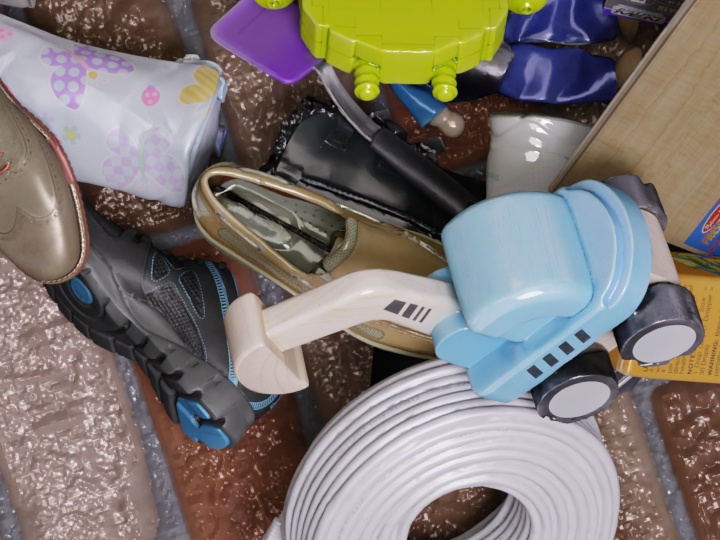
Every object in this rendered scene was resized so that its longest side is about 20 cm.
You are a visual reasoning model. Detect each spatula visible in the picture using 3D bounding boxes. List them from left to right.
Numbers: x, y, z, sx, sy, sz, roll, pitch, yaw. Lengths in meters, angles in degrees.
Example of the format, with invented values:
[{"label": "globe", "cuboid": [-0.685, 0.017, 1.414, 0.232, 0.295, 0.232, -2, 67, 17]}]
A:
[{"label": "spatula", "cuboid": [0.000, -0.093, 1.367, 0.200, 0.021, 0.057, 43, 57, 0]}]

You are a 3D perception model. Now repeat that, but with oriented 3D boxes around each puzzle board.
[{"label": "puzzle board", "cuboid": [0.218, -0.100, 1.315, 0.150, 0.017, 0.200, 19, 118, -33]}]

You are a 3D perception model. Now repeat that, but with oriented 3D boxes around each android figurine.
[{"label": "android figurine", "cuboid": [0.024, -0.184, 1.377, 0.181, 0.041, 0.201, -1, 58, -5]}]

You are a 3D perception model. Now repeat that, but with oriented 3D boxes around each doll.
[{"label": "doll", "cuboid": [0.070, -0.148, 1.413, 0.199, 0.048, 0.137, 2, 75, -3]}]

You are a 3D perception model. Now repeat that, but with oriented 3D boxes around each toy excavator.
[{"label": "toy excavator", "cuboid": [0.053, 0.014, 1.241, 0.194, 0.200, 0.100, -39, 49, 33]}]

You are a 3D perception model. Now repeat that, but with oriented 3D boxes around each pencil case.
[{"label": "pencil case", "cuboid": [-0.181, -0.103, 1.393, 0.199, 0.083, 0.091, 14, 101, 1]}]

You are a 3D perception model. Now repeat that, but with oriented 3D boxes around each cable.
[{"label": "cable", "cuboid": [0.053, 0.139, 1.342, 0.199, 0.069, 0.201, 5, 123, -22]}]

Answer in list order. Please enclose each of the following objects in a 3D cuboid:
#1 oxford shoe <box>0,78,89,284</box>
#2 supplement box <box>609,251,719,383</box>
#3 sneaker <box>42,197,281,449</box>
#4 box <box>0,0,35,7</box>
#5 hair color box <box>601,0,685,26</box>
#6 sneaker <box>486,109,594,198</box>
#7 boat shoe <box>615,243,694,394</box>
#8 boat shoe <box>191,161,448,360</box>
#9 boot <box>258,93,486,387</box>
[{"label": "oxford shoe", "cuboid": [-0.223, -0.074, 1.322, 0.070, 0.075, 0.200, -28, 101, 13]}, {"label": "supplement box", "cuboid": [0.227, 0.030, 1.356, 0.199, 0.067, 0.069, 3, 103, -26]}, {"label": "sneaker", "cuboid": [-0.125, 0.016, 1.406, 0.200, 0.073, 0.082, 47, 63, 3]}, {"label": "box", "cuboid": [-0.246, -0.273, 1.384, 0.127, 0.109, 0.201, 9, 83, 0]}, {"label": "hair color box", "cuboid": [0.214, -0.241, 1.354, 0.109, 0.065, 0.201, 12, 74, 1]}, {"label": "sneaker", "cuboid": [0.164, -0.046, 1.389, 0.200, 0.070, 0.081, 7, 94, -17]}, {"label": "boat shoe", "cuboid": [0.146, 0.045, 1.412, 0.200, 0.063, 0.073, -36, 43, -9]}, {"label": "boat shoe", "cuboid": [-0.007, -0.005, 1.326, 0.199, 0.076, 0.072, 22, 80, 3]}, {"label": "boot", "cuboid": [0.000, 0.000, 1.396, 0.162, 0.073, 0.199, 25, 80, -1]}]
